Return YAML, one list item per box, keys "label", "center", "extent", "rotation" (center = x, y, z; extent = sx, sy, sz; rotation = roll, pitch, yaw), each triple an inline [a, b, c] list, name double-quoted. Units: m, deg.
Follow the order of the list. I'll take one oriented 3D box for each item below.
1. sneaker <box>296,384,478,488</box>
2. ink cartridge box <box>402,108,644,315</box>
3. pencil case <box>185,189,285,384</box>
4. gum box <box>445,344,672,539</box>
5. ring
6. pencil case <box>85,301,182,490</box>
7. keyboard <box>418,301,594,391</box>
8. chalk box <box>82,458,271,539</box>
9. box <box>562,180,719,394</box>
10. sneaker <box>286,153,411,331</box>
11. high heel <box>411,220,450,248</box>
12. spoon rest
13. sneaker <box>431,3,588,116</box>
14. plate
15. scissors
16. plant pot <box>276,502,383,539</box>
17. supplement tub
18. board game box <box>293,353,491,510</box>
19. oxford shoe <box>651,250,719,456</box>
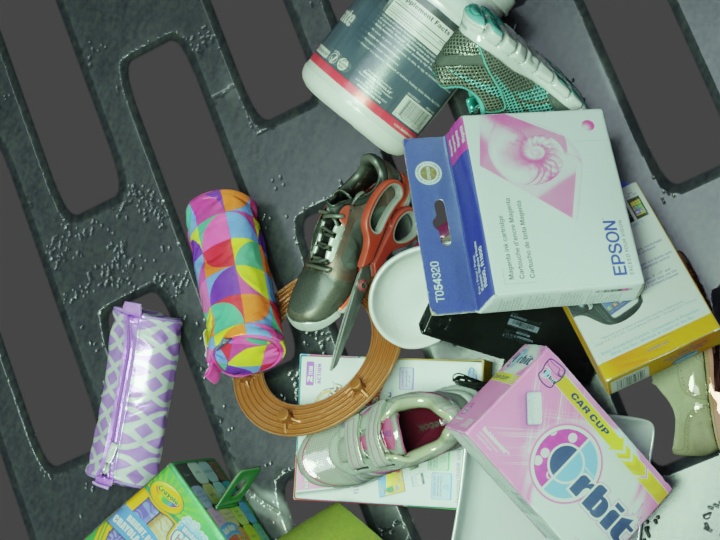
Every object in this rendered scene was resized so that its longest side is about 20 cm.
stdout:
- label: "sneaker"
  center: [0.023, 0.161, 1.512]
  extent: [0.199, 0.088, 0.082]
  rotation: [-22, 79, 14]
- label: "ink cartridge box"
  center: [0.151, -0.058, 1.442]
  extent: [0.198, 0.043, 0.198]
  rotation: [-4, 62, -9]
- label: "pencil case"
  center: [-0.134, 0.014, 1.586]
  extent: [0.088, 0.088, 0.201]
  rotation: [-20, 55, 14]
- label: "gum box"
  center: [0.191, 0.182, 1.447]
  extent: [0.113, 0.066, 0.200]
  rotation: [-44, 100, -10]
- label: "ring"
  center: [-0.047, 0.077, 1.568]
  extent: [0.199, 0.019, 0.202]
  rotation: [-17, 51, 22]
- label: "pencil case"
  center: [-0.245, 0.137, 1.639]
  extent: [0.083, 0.085, 0.202]
  rotation: [6, 86, 26]
- label: "keyboard"
  center: [0.147, 0.073, 1.501]
  extent: [0.199, 0.021, 0.128]
  rotation: [18, 104, -22]
- label: "chalk box"
  center: [-0.178, 0.278, 1.586]
  extent: [0.200, 0.125, 0.124]
  rotation: [-40, 76, 11]
- label: "box"
  center: [0.246, 0.006, 1.462]
  extent: [0.118, 0.042, 0.201]
  rotation: [-24, 59, 1]
- label: "sneaker"
  center: [-0.027, -0.035, 1.567]
  extent: [0.077, 0.082, 0.201]
  rotation: [18, 71, 39]
- label: "high heel"
  center: [0.135, -0.052, 1.571]
  extent: [0.200, 0.096, 0.067]
  rotation: [-42, 110, -6]
- label: "spoon rest"
  center: [0.092, -0.007, 1.483]
  extent: [0.200, 0.061, 0.100]
  rotation: [-42, 110, -7]
- label: "sneaker"
  center: [0.148, -0.179, 1.517]
  extent: [0.091, 0.199, 0.078]
  rotation: [-45, 32, 18]
- label: "plate"
  center: [0.182, 0.232, 1.495]
  extent: [0.198, 0.032, 0.202]
  rotation: [9, 87, -14]
- label: "scissors"
  center: [0.000, 0.000, 1.536]
  extent: [0.014, 0.073, 0.201]
  rotation: [8, 58, 49]
- label: "plant pot"
  center: [-0.053, 0.338, 1.530]
  extent: [0.187, 0.187, 0.200]
  rotation: [37, 81, 16]
- label: "supplement tub"
  center: [0.049, -0.232, 1.555]
  extent: [0.140, 0.140, 0.200]
  rotation: [41, 97, 16]
- label: "board game box"
  center: [0.033, 0.165, 1.577]
  extent: [0.198, 0.040, 0.155]
  rotation: [2, 86, 17]
- label: "oxford shoe"
  center: [0.314, 0.083, 1.488]
  extent: [0.073, 0.071, 0.202]
  rotation: [-14, 80, 20]
